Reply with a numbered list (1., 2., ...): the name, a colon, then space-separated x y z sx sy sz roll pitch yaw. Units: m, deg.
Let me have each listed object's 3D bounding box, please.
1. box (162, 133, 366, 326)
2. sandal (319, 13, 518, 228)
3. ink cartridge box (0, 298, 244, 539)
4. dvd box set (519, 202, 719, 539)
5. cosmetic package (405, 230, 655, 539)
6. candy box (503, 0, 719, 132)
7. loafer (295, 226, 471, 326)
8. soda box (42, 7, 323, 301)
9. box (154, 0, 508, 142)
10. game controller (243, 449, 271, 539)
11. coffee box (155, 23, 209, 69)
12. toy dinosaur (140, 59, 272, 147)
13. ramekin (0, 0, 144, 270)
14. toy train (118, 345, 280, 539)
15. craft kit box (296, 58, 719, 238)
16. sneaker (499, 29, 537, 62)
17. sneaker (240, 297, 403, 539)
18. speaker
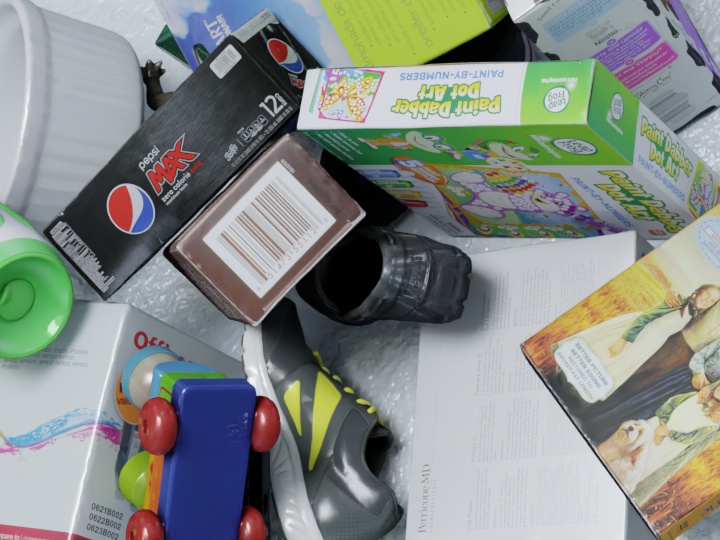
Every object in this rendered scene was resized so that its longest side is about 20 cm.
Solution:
1. box: -0.066 -0.023 1.287 0.075 0.200 0.100 45 85 -7
2. sandal: 0.028 -0.110 1.348 0.076 0.043 0.201 40 114 18
3. ink cartridge box: -0.190 0.131 1.357 0.144 0.145 0.201 1 72 34
4. dvd box set: 0.214 0.045 1.170 0.199 0.029 0.147 -34 65 0
5. cosmetic package: 0.108 0.084 1.248 0.150 0.052 0.201 -6 67 28
6. candy box: 0.135 -0.190 1.251 0.071 0.200 0.169 -33 57 17
7. loafer: 0.000 0.000 1.298 0.200 0.070 0.069 3 81 65
8. soda box: -0.111 -0.073 1.274 0.063 0.071 0.200 46 118 -4
9. box: -0.019 -0.168 1.270 0.199 0.048 0.123 -25 98 28
10. game controller: -0.088 0.172 1.291 0.104 0.042 0.202 -172 81 -67
11. coffee box: -0.071 -0.221 1.419 0.124 0.044 0.200 -63 19 -18
12. toy dinosaur: -0.146 -0.085 1.464 0.199 0.077 0.103 -36 43 10
13. ramekin: -0.234 -0.094 1.466 0.200 0.097 0.202 -29 56 56
14. toy train: -0.117 0.152 1.246 0.116 0.084 0.202 31 116 59
15. craft kit box: 0.095 -0.070 1.228 0.196 0.200 0.049 -2 71 33
16. sneaker: 0.042 -0.189 1.388 0.078 0.079 0.200 -45 55 7
17. sneaker: -0.023 0.102 1.322 0.084 0.075 0.201 -17 60 3
18. speaker: -0.269 -0.012 1.332 0.200 0.088 0.089 30 88 47
